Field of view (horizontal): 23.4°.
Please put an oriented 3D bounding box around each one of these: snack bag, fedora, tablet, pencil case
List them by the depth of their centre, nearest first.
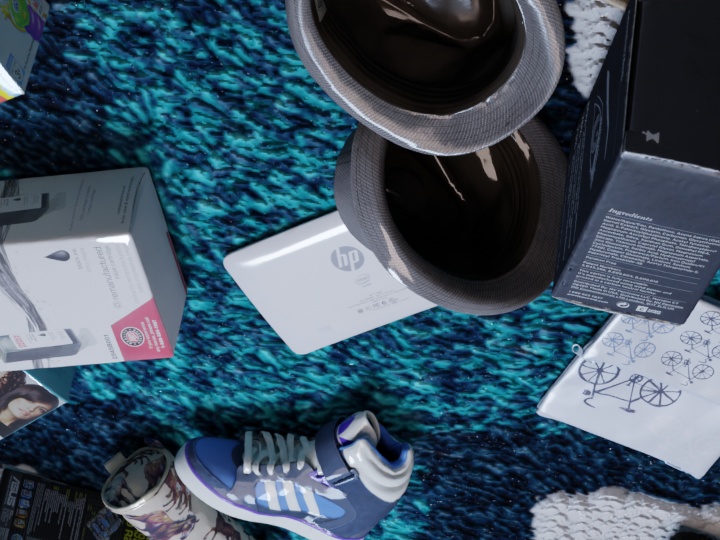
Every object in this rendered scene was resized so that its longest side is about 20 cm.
[{"bbox_3d":[0.045,-0.187,1.188,0.199,0.091,0.177,38,124,-17],"label":"fedora"},{"bbox_3d":[0.057,-0.056,1.300,0.199,0.179,0.090,16,167,-34],"label":"fedora"},{"bbox_3d":[0.000,0.000,1.435,0.198,0.014,0.130,-21,129,22],"label":"tablet"},{"bbox_3d":[0.269,0.097,1.502,0.187,0.022,0.200,22,132,-16],"label":"snack bag"},{"bbox_3d":[-0.158,0.244,1.637,0.078,0.090,0.200,-40,125,1],"label":"pencil case"}]

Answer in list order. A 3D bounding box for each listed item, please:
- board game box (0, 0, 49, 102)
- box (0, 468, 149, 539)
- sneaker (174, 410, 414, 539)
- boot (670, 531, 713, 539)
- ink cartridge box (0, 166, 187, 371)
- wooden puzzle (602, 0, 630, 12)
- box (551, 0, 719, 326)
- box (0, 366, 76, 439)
[{"bbox_3d":[-0.339,-0.161,1.242,0.198,0.106,0.103,-18,131,21],"label":"board game box"},{"bbox_3d":[-0.277,0.291,1.604,0.159,0.201,0.044,17,134,-13],"label":"box"},{"bbox_3d":[-0.050,0.161,1.556,0.199,0.081,0.147,25,123,-14],"label":"sneaker"},{"bbox_3d":[0.262,0.312,1.667,0.209,0.080,0.158,14,137,-17],"label":"boot"},{"bbox_3d":[-0.256,0.002,1.408,0.198,0.085,0.147,-4,133,10],"label":"ink cartridge box"},{"bbox_3d":[0.238,-0.254,1.163,0.183,0.037,0.201,22,127,-15],"label":"wooden puzzle"},{"bbox_3d":[0.211,-0.077,1.216,0.103,0.149,0.200,12,151,-2],"label":"box"},{"bbox_3d":[-0.352,0.117,1.548,0.199,0.049,0.082,-29,126,28],"label":"box"}]
